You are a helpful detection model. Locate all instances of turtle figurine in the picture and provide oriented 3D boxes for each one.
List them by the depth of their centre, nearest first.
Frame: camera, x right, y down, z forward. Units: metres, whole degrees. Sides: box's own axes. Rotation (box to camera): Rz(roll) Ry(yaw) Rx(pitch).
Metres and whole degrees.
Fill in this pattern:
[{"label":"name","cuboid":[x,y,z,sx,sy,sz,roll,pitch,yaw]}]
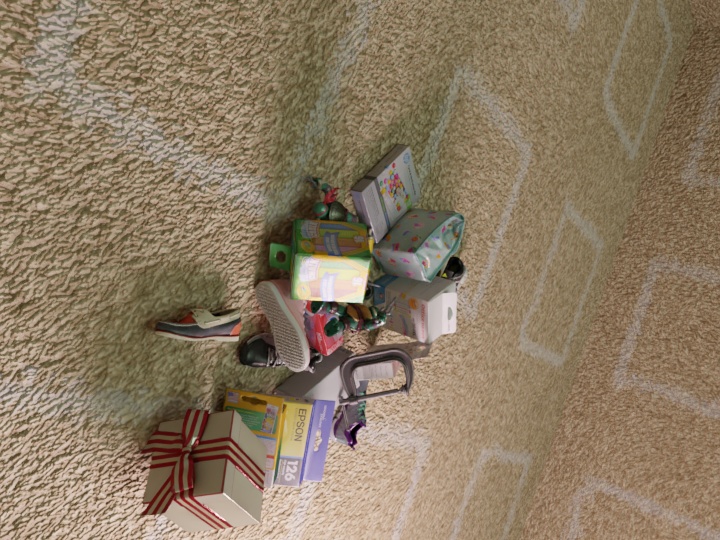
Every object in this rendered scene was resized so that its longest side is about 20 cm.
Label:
[{"label":"turtle figurine","cuboid":[-0.072,-0.113,1.460,0.200,0.100,0.150,35,76,-58]},{"label":"turtle figurine","cuboid":[-0.006,0.089,1.474,0.199,0.150,0.101,-7,125,-44]}]

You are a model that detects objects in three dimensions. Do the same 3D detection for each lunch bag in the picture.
[{"label":"lunch bag","cuboid":[0.148,-0.079,1.693,0.200,0.170,0.122,-49,128,-28]}]

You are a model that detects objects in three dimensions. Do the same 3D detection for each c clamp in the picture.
[{"label":"c clamp","cuboid":[0.036,0.268,1.581,0.027,0.199,0.172,-70,142,-79]}]

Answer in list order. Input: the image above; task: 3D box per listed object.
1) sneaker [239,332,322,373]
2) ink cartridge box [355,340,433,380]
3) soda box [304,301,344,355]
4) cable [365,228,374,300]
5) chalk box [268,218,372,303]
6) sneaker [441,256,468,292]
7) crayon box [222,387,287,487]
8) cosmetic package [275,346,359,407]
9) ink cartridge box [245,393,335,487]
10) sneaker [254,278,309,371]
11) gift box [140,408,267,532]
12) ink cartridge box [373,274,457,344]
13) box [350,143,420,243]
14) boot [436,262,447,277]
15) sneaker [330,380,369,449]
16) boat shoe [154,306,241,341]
[{"label":"sneaker","cuboid":[-0.155,0.181,1.449,0.200,0.115,0.075,0,104,-53]},{"label":"ink cartridge box","cuboid":[0.092,0.220,1.681,0.200,0.175,0.045,-32,114,-76]},{"label":"soda box","cuboid":[-0.097,0.093,1.527,0.063,0.070,0.201,-40,132,-39]},{"label":"cable","cuboid":[0.000,0.000,1.633,0.097,0.050,0.201,-33,128,-37]},{"label":"chalk box","cuboid":[-0.087,-0.021,1.390,0.199,0.124,0.125,2,130,-9]},{"label":"sneaker","cuboid":[0.249,0.039,1.960,0.200,0.073,0.088,-58,142,-27]},{"label":"crayon box","cuboid":[-0.226,0.339,1.409,0.052,0.125,0.201,-61,160,-77]},{"label":"cosmetic package","cuboid":[-0.097,0.275,1.596,0.200,0.081,0.113,-34,129,-39]},{"label":"ink cartridge box","cuboid":[-0.165,0.373,1.479,0.199,0.047,0.199,8,99,-9]},{"label":"sneaker","cuboid":[-0.139,0.106,1.421,0.105,0.075,0.201,-19,82,-57]},{"label":"gift box","cuboid":[-0.301,0.382,1.264,0.187,0.199,0.185,65,14,-46]},{"label":"ink cartridge box","cuboid":[0.149,0.089,1.738,0.125,0.199,0.129,-30,126,-43]},{"label":"box","cuboid":[0.066,-0.188,1.652,0.200,0.041,0.156,-48,137,-32]},{"label":"boot","cuboid":[0.207,-0.036,1.832,0.155,0.072,0.200,-58,171,-22]},{"label":"sneaker","cuboid":[-0.003,0.358,1.744,0.074,0.087,0.201,33,78,-53]},{"label":"boat shoe","cuboid":[-0.299,0.099,1.265,0.200,0.071,0.063,8,91,-55]}]
